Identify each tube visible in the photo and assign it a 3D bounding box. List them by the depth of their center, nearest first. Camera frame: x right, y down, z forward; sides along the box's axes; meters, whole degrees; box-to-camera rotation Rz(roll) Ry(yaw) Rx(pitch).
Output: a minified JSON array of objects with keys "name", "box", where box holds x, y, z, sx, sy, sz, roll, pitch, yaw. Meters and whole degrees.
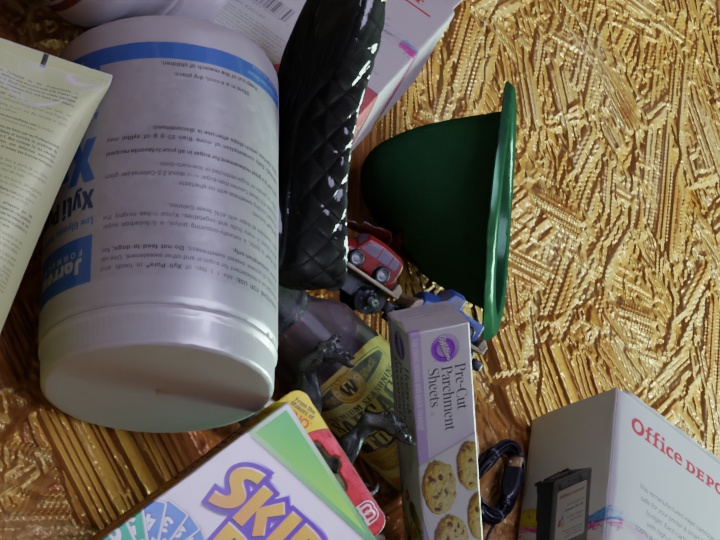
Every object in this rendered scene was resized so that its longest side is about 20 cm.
[{"name":"tube","box":[-0.194,-0.027,1.307,0.058,0.052,0.200,36,61,-43]}]

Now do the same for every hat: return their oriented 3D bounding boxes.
[{"name":"hat","box":[0.008,-0.049,1.621,0.200,0.176,0.166,84,12,-60]}]

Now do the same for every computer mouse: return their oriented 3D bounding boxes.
[{"name":"computer mouse","box":[0.086,0.189,1.588,0.059,0.034,0.200,38,46,-32]}]

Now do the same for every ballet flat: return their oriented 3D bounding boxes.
[{"name":"ballet flat","box":[-0.017,-0.086,1.433,0.057,0.066,0.200,8,102,-30]}]

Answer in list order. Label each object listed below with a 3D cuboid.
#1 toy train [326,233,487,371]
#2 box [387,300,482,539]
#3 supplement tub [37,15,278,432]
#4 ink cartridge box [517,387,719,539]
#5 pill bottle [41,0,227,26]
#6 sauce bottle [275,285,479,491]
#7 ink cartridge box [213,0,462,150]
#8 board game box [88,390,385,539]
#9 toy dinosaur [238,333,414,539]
[{"name":"toy train","box":[0.000,0.000,1.516,0.200,0.034,0.046,35,82,-21]},{"name":"box","box":[0.047,0.119,1.494,0.041,0.039,0.200,-10,112,-16]},{"name":"supplement tub","box":[-0.109,-0.026,1.377,0.132,0.132,0.200,25,54,-41]},{"name":"ink cartridge box","box":[0.176,0.203,1.648,0.148,0.086,0.200,37,46,-33]},{"name":"pill bottle","box":[-0.163,-0.210,1.397,0.200,0.112,0.112,38,47,-23]},{"name":"sauce bottle","box":[-0.011,0.062,1.510,0.200,0.066,0.066,42,45,-28]},{"name":"ink cartridge box","box":[-0.023,-0.145,1.552,0.116,0.068,0.200,35,40,5]},{"name":"board game box","box":[-0.080,0.155,1.336,0.200,0.030,0.096,-36,100,-24]},{"name":"toy dinosaur","box":[-0.027,0.092,1.457,0.200,0.088,0.047,52,7,-20]}]
